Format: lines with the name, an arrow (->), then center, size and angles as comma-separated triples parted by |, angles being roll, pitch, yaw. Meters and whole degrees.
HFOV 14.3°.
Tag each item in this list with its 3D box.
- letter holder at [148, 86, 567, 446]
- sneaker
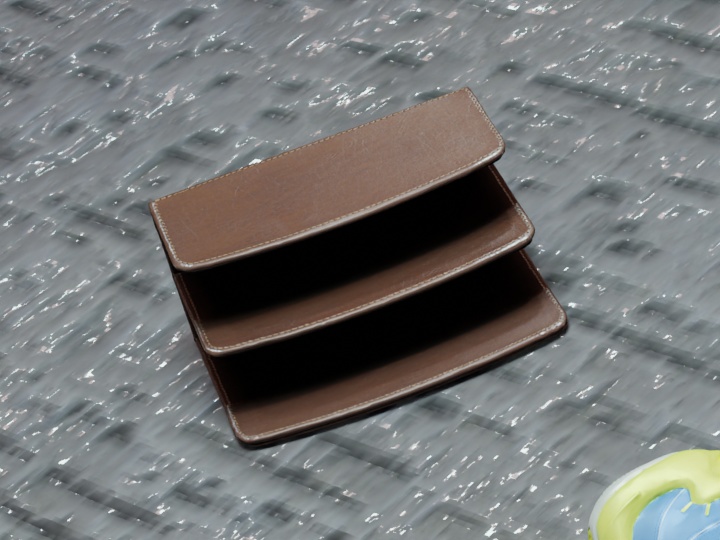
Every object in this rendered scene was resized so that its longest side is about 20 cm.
letter holder -> 0.000, 0.000, 1.628 | 0.200, 0.101, 0.142 | -20, 34, -5
sneaker -> 0.215, 0.117, 1.386 | 0.200, 0.076, 0.105 | -28, 45, -4
